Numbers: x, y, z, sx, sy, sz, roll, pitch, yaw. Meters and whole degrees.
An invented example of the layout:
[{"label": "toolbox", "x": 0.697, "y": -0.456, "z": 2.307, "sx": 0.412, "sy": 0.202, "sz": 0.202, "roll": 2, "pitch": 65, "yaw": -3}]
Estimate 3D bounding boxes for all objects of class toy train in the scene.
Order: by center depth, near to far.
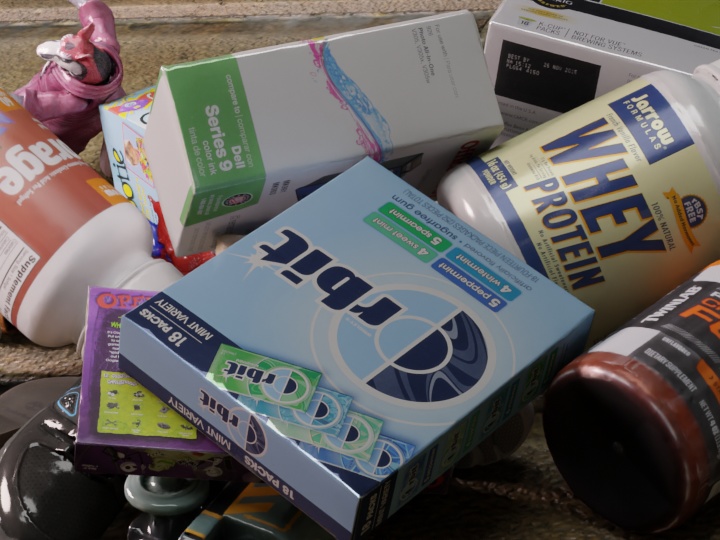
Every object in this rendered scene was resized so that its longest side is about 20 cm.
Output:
[{"label": "toy train", "x": -0.049, "y": 0.122, "z": 1.134, "sx": 0.114, "sy": 0.085, "sz": 0.200, "roll": 15, "pitch": 34, "yaw": 22}]

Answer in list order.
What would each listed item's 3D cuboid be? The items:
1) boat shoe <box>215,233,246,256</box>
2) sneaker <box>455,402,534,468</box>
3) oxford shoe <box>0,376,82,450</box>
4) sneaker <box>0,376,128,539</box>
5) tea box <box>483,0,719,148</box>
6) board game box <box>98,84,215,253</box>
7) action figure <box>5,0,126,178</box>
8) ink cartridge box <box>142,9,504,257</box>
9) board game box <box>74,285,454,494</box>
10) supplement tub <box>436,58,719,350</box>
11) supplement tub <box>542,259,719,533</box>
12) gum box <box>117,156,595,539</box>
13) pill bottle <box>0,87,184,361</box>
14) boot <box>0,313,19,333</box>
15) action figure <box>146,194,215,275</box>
[{"label": "boat shoe", "x": 0.000, "y": 0.000, "z": 1.318, "sx": 0.199, "sy": 0.065, "sz": 0.072, "roll": -3, "pitch": -4, "yaw": -26}, {"label": "sneaker", "x": 0.023, "y": 0.060, "z": 1.232, "sx": 0.199, "sy": 0.075, "sz": 0.082, "roll": 12, "pitch": 35, "yaw": 36}, {"label": "oxford shoe", "x": -0.186, "y": 0.108, "z": 1.222, "sx": 0.071, "sy": 0.072, "sz": 0.200, "roll": 19, "pitch": 22, "yaw": 41}, {"label": "sneaker", "x": -0.142, "y": 0.085, "z": 1.145, "sx": 0.082, "sy": 0.073, "sz": 0.200, "roll": -41, "pitch": 14, "yaw": 41}, {"label": "tea box", "x": 0.198, "y": -0.129, "z": 1.441, "sx": 0.199, "sy": 0.134, "sz": 0.197, "roll": 17, "pitch": 34, "yaw": 13}, {"label": "board game box", "x": -0.090, "y": -0.066, "z": 1.481, "sx": 0.103, "sy": 0.105, "sz": 0.200, "roll": -24, "pitch": 31, "yaw": -28}, {"label": "action figure", "x": -0.219, "y": -0.130, "z": 1.554, "sx": 0.134, "sy": 0.149, "sz": 0.200, "roll": -55, "pitch": 10, "yaw": -19}, {"label": "ink cartridge box", "x": -0.026, "y": -0.085, "z": 1.283, "sx": 0.199, "sy": 0.088, "sz": 0.145, "roll": -14, "pitch": -12, "yaw": -14}, {"label": "board game box", "x": -0.052, "y": 0.064, "z": 1.114, "sx": 0.199, "sy": 0.032, "sz": 0.120, "roll": 5, "pitch": 47, "yaw": -7}, {"label": "supplement tub", "x": 0.162, "y": -0.035, "z": 1.261, "sx": 0.199, "sy": 0.145, "sz": 0.145, "roll": -26, "pitch": 28, "yaw": -3}, {"label": "supplement tub", "x": 0.200, "y": 0.057, "z": 1.152, "sx": 0.107, "sy": 0.107, "sz": 0.200, "roll": 17, "pitch": 37, "yaw": 41}, {"label": "gum box", "x": -0.001, "y": 0.036, "z": 1.103, "sx": 0.170, "sy": 0.045, "sz": 0.200, "roll": 36, "pitch": 49, "yaw": 24}, {"label": "pill bottle", "x": -0.210, "y": -0.024, "z": 1.349, "sx": 0.200, "sy": 0.112, "sz": 0.112, "roll": 40, "pitch": 44, "yaw": 12}, {"label": "boot", "x": -0.259, "y": -0.024, "z": 1.478, "sx": 0.155, "sy": 0.077, "sz": 0.200, "roll": 7, "pitch": 33, "yaw": 31}, {"label": "action figure", "x": -0.139, "y": -0.015, "z": 1.437, "sx": 0.052, "sy": 0.066, "sz": 0.200, "roll": -34, "pitch": 37, "yaw": -23}]
